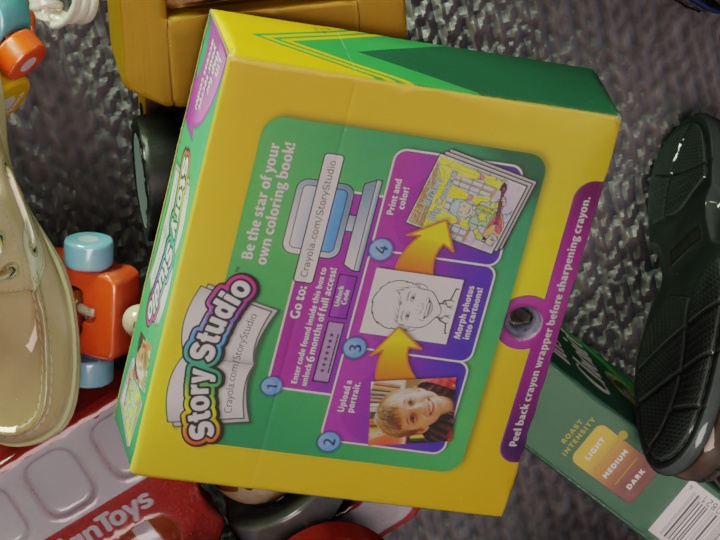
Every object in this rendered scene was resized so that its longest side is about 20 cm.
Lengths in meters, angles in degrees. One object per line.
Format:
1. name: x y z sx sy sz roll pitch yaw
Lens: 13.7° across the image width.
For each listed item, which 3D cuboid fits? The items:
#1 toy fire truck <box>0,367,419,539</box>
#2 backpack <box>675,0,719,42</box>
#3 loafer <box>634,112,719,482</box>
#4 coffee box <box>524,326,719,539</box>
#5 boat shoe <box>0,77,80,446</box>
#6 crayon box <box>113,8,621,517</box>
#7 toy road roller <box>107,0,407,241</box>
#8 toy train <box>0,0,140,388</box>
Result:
1. toy fire truck: -0.079 0.113 1.411 0.200 0.112 0.168 -31 118 0
2. backpack: 0.140 -0.214 1.312 0.154 0.190 0.200 30 101 24
3. loafer: 0.173 0.015 1.401 0.063 0.200 0.072 24 140 -23
4. coffee box: 0.108 0.069 1.434 0.200 0.123 0.044 37 100 -16
5. boat shoe: -0.175 -0.016 1.308 0.072 0.065 0.200 -11 96 10
6. crayon box: 0.000 0.000 1.285 0.172 0.058 0.200 8 115 -15
7. toy road roller: -0.053 -0.116 1.329 0.123 0.146 0.200 -7 119 -9
8. toy train: -0.146 -0.054 1.364 0.150 0.056 0.200 9 110 31
